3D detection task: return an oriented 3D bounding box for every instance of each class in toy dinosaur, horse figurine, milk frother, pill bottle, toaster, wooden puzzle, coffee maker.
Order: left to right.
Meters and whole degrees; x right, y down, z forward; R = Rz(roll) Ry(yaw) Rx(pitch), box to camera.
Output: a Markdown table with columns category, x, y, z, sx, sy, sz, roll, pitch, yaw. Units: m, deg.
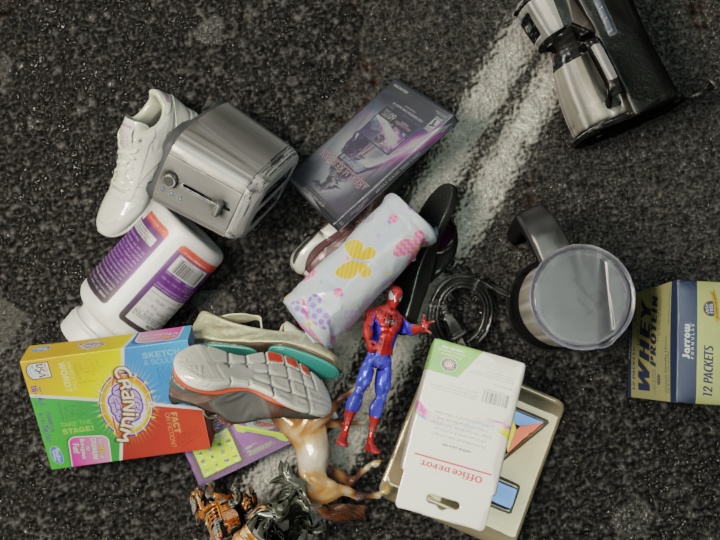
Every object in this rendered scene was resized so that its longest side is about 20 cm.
| category | x | y | z | sx | sy | sz | roll | pitch | yaw |
| --- | --- | --- | --- | --- | --- | --- | --- | --- | --- |
| pill bottle | -0.276 | 0.020 | 1.085 | 0.111 | 0.111 | 0.200 | 43 | 92 | 5 |
| toaster | -0.163 | -0.126 | 1.080 | 0.129 | 0.200 | 0.114 | 32 | 120 | 0 |
| toy dinosaur | -0.118 | 0.315 | 1.035 | 0.135 | 0.102 | 0.200 | -33 | 69 | -30 |
| horse figurine | -0.039 | 0.226 | 1.075 | 0.131 | 0.050 | 0.202 | -11 | 93 | -9 |
| wooden puzzle | 0.141 | 0.226 | 1.092 | 0.184 | 0.046 | 0.201 | 22 | 86 | 3 |
| milk frother | 0.193 | 0.044 | 1.037 | 0.200 | 0.188 | 0.181 | -43 | 84 | -3 |
| coffee maker | 0.318 | -0.281 | 1.109 | 0.191 | 0.135 | 0.201 | -19 | 85 | -24 |

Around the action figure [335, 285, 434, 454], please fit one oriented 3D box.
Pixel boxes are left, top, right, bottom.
| category | x | y | z | sx | sy | sz | roll | pitch | yaw |
| --- | --- | --- | --- | --- | --- | --- | --- | --- | --- |
| action figure | 0.028 | 0.115 | 1.026 | 0.065 | 0.099 | 0.202 | 15 | 82 | -15 |

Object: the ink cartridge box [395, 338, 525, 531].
| category | x | y | z | sx | sy | sz | roll | pitch | yaw |
| --- | --- | --- | --- | --- | --- | --- | --- | --- | --- |
| ink cartridge box | 0.116 | 0.195 | 1.042 | 0.116 | 0.067 | 0.202 | 16 | 81 | 2 |

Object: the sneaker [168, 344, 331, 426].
| category | x | y | z | sx | sy | sz | roll | pitch | yaw |
| --- | --- | --- | --- | --- | --- | --- | --- | --- | --- |
| sneaker | -0.133 | 0.145 | 1.026 | 0.199 | 0.077 | 0.082 | 18 | 126 | -19 |

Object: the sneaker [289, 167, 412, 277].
| category | x | y | z | sx | sy | sz | roll | pitch | yaw |
| --- | --- | --- | --- | --- | --- | --- | --- | --- | --- |
| sneaker | 0.014 | -0.040 | 1.116 | 0.200 | 0.076 | 0.116 | -43 | 96 | 1 |

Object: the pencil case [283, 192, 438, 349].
| category | x | y | z | sx | sy | sz | roll | pitch | yaw |
| --- | --- | --- | --- | --- | --- | --- | --- | --- | --- |
| pencil case | 0.000 | 0.000 | 1.040 | 0.200 | 0.091 | 0.083 | -44 | 74 | -7 |

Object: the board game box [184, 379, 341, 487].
| category | x | y | z | sx | sy | sz | roll | pitch | yaw |
| --- | --- | --- | --- | --- | --- | --- | --- | --- | --- |
| board game box | -0.138 | 0.178 | 1.112 | 0.199 | 0.032 | 0.121 | -25 | 89 | -2 |

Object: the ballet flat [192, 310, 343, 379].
| category | x | y | z | sx | sy | sz | roll | pitch | yaw |
| --- | --- | --- | --- | --- | --- | --- | --- | --- | --- |
| ballet flat | -0.114 | 0.085 | 1.080 | 0.198 | 0.068 | 0.063 | 10 | 55 | -1 |

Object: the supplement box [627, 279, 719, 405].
| category | x | y | z | sx | sy | sz | roll | pitch | yaw |
| --- | --- | --- | --- | --- | --- | --- | --- | --- | --- |
| supplement box | 0.438 | 0.091 | 1.021 | 0.198 | 0.200 | 0.136 | 3 | 83 | 3 |

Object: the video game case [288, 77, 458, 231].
| category | x | y | z | sx | sy | sz | roll | pitch | yaw |
| --- | --- | --- | --- | --- | --- | --- | --- | --- | --- |
| video game case | 0.011 | -0.151 | 1.100 | 0.200 | 0.019 | 0.143 | -42 | 42 | -3 |

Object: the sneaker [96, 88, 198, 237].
| category | x | y | z | sx | sy | sz | roll | pitch | yaw |
| --- | --- | --- | --- | --- | --- | --- | --- | --- | --- |
| sneaker | -0.289 | -0.140 | 1.107 | 0.075 | 0.100 | 0.201 | 23 | 79 | 34 |

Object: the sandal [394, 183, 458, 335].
| category | x | y | z | sx | sy | sz | roll | pitch | yaw |
| --- | --- | --- | --- | --- | --- | --- | --- | --- | --- |
| sandal | 0.086 | -0.013 | 1.112 | 0.048 | 0.075 | 0.202 | 18 | 93 | -24 |

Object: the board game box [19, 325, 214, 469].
| category | x | y | z | sx | sy | sz | roll | pitch | yaw |
| --- | --- | --- | --- | --- | --- | --- | --- | --- | --- |
| board game box | -0.289 | 0.154 | 1.050 | 0.198 | 0.040 | 0.154 | -8 | 112 | 0 |
